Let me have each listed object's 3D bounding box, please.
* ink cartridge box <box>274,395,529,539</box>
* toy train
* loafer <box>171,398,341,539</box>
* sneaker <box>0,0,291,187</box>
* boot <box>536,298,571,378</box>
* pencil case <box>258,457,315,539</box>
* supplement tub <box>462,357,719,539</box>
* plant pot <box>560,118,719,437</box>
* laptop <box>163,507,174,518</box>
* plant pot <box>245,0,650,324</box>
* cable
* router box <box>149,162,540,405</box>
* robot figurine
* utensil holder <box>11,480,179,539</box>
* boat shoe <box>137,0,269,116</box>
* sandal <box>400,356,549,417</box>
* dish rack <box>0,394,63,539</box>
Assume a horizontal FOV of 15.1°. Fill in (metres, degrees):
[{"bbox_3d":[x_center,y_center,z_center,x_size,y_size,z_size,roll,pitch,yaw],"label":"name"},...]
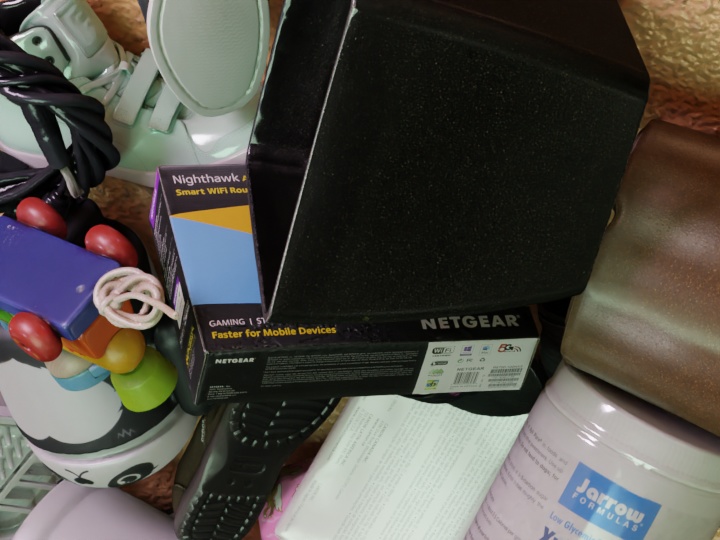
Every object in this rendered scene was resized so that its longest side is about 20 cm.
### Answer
[{"bbox_3d":[0.068,0.149,1.707,0.200,0.050,0.161,31,103,3],"label":"ink cartridge box"},{"bbox_3d":[-0.142,0.039,1.562,0.200,0.085,0.116,20,154,45],"label":"toy train"},{"bbox_3d":[-0.075,0.090,1.776,0.073,0.071,0.200,16,120,-34],"label":"loafer"},{"bbox_3d":[-0.140,-0.115,1.612,0.200,0.074,0.118,1,135,19],"label":"sneaker"},{"bbox_3d":[0.199,0.083,1.690,0.200,0.070,0.132,11,129,3],"label":"boot"},{"bbox_3d":[0.030,0.148,1.792,0.200,0.086,0.083,-19,86,31],"label":"pencil case"},{"bbox_3d":[0.131,0.164,1.606,0.132,0.132,0.200,25,103,-5],"label":"supplement tub"},{"bbox_3d":[0.230,0.017,1.541,0.198,0.200,0.200,20,134,9],"label":"plant pot"},{"bbox_3d":[-0.132,0.296,1.956,0.187,0.116,0.200,-29,117,36],"label":"laptop"},{"bbox_3d":[0.048,-0.087,1.482,0.177,0.200,0.200,10,117,-10],"label":"plant pot"},{"bbox_3d":[-0.241,-0.096,1.591,0.200,0.051,0.163,34,147,-12],"label":"cable"},{"bbox_3d":[-0.012,0.004,1.578,0.200,0.149,0.051,-2,137,-18],"label":"router box"},{"bbox_3d":[-0.178,0.048,1.738,0.125,0.150,0.200,-28,127,-11],"label":"robot figurine"},{"bbox_3d":[-0.137,0.254,1.840,0.200,0.170,0.170,25,136,17],"label":"utensil holder"},{"bbox_3d":[-0.102,-0.183,1.543,0.076,0.060,0.200,-18,123,-13],"label":"boat shoe"},{"bbox_3d":[0.017,0.044,1.640,0.200,0.048,0.075,25,138,10],"label":"sandal"},{"bbox_3d":[-0.284,0.129,1.857,0.200,0.044,0.172,6,144,-32],"label":"dish rack"}]
